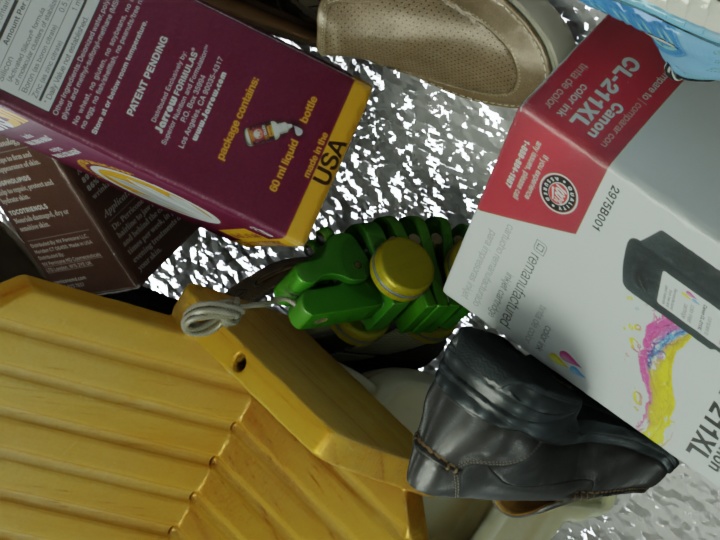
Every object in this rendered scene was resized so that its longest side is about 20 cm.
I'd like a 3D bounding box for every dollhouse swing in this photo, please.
[{"bbox_3d":[-0.105,0.123,1.392,0.182,0.176,0.200,42,109,32],"label":"dollhouse swing"}]

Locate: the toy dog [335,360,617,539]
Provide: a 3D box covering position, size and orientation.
[{"bbox_3d":[0.002,0.128,1.536,0.194,0.140,0.200,32,158,-15],"label":"toy dog"}]

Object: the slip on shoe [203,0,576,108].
[{"bbox_3d":[0.002,-0.119,1.360,0.200,0.061,0.076,29,142,19],"label":"slip on shoe"}]

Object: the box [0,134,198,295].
[{"bbox_3d":[-0.154,-0.094,1.504,0.075,0.100,0.200,-7,121,47],"label":"box"}]

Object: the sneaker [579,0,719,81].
[{"bbox_3d":[0.123,-0.114,1.239,0.200,0.078,0.090,27,152,30],"label":"sneaker"}]

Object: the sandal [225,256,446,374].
[{"bbox_3d":[-0.037,0.021,1.534,0.080,0.057,0.201,16,170,-40],"label":"sandal"}]

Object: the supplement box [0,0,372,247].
[{"bbox_3d":[-0.110,-0.088,1.391,0.200,0.086,0.110,25,173,-14],"label":"supplement box"}]

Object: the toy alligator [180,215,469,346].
[{"bbox_3d":[0.000,0.000,1.416,0.059,0.200,0.054,-47,52,50],"label":"toy alligator"}]

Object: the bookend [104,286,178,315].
[{"bbox_3d":[-0.170,0.129,1.523,0.092,0.200,0.199,19,119,55],"label":"bookend"}]

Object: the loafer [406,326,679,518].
[{"bbox_3d":[0.083,0.081,1.397,0.073,0.072,0.200,40,-170,35],"label":"loafer"}]

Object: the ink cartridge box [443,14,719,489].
[{"bbox_3d":[0.153,0.003,1.319,0.200,0.083,0.146,36,143,12],"label":"ink cartridge box"}]

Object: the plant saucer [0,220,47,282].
[{"bbox_3d":[-0.212,0.052,1.629,0.029,0.200,0.200,-25,109,25],"label":"plant saucer"}]
